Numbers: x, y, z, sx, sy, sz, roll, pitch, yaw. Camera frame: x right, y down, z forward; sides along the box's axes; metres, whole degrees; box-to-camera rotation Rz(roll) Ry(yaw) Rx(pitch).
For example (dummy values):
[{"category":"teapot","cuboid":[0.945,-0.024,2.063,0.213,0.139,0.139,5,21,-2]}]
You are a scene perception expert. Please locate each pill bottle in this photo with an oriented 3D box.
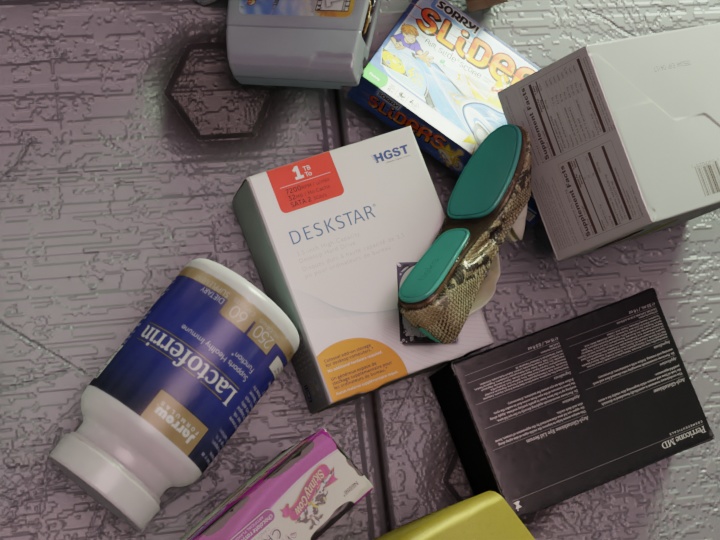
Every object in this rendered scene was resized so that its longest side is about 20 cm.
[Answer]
[{"category":"pill bottle","cuboid":[-0.149,0.099,1.156,0.116,0.116,0.200,38,74,-3]}]

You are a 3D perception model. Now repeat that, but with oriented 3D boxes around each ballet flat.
[{"category":"ballet flat","cuboid":[0.097,-0.025,1.196,0.075,0.068,0.200,48,60,-34]}]

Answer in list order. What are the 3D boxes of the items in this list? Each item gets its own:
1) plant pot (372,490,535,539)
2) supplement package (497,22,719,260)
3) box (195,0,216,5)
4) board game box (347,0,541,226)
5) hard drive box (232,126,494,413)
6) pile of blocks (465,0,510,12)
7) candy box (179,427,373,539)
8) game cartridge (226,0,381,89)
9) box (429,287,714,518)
[{"category":"plant pot","cuboid":[0.061,0.286,1.134,0.176,0.200,0.200,-37,89,-28]},{"category":"supplement package","cuboid":[0.243,-0.113,1.251,0.200,0.111,0.156,-16,84,-41]},{"category":"box","cuboid":[-0.120,-0.348,1.232,0.115,0.132,0.200,26,72,-32]},{"category":"board game box","cuboid":[0.103,-0.148,1.285,0.200,0.034,0.135,34,54,-4]},{"category":"hard drive box","cuboid":[0.000,0.000,1.231,0.156,0.077,0.200,-20,84,-17]},{"category":"pile of blocks","cuboid":[0.083,-0.293,1.263,0.200,0.062,0.082,23,69,-45]},{"category":"candy box","cuboid":[-0.076,0.194,1.109,0.136,0.200,0.061,-40,89,-16]},{"category":"game cartridge","cuboid":[-0.045,-0.253,1.260,0.133,0.042,0.200,6,69,15]},{"category":"box","cuboid":[0.180,0.117,1.247,0.200,0.079,0.141,-19,81,-16]}]
